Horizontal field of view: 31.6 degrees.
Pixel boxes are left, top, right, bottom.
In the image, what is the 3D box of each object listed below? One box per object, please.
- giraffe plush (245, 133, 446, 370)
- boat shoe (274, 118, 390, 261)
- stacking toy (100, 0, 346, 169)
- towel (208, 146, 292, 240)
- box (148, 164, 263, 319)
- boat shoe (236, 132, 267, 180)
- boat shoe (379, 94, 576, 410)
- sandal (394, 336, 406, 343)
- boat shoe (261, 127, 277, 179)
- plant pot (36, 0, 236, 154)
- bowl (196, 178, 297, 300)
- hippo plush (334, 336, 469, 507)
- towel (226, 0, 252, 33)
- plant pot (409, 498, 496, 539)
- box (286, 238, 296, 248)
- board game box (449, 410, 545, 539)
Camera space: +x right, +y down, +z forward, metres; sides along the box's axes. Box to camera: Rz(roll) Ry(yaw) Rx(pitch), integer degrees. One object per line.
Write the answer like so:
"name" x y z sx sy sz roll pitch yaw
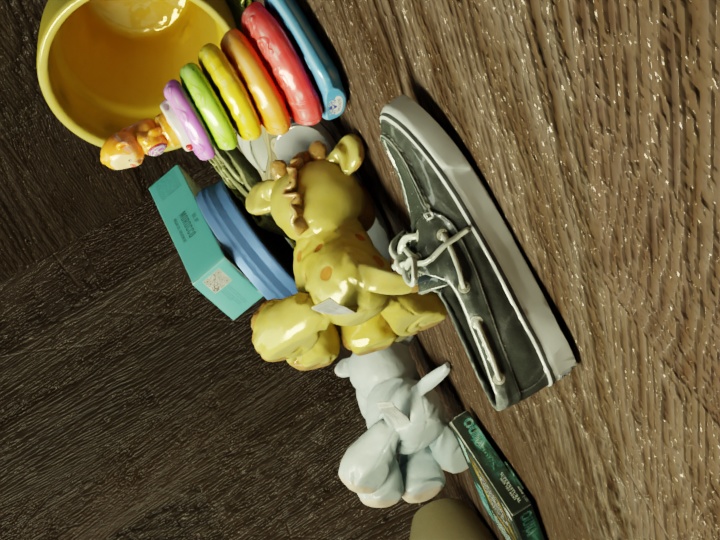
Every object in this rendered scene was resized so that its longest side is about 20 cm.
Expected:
"giraffe plush" -0.029 -0.021 1.118 0.200 0.171 0.163 72 -179 -71
"boat shoe" -0.023 -0.077 1.214 0.070 0.071 0.201 -83 -30 -50
"stacking toy" -0.120 -0.134 1.026 0.110 0.199 0.116 59 174 8
"towel" -0.127 -0.105 1.541 0.149 0.036 0.200 54 -174 13
"box" -0.183 -0.036 1.494 0.082 0.049 0.200 46 -172 -42
"boat shoe" -0.083 -0.122 1.450 0.069 0.075 0.200 56 -177 27
"boat shoe" 0.054 -0.010 0.782 0.200 0.068 0.074 61 174 -2
"sandal" 0.000 0.000 1.363 0.054 0.080 0.200 -94 -21 -49
"boat shoe" -0.059 -0.100 1.319 0.065 0.071 0.200 57 172 32
"plant pot" -0.228 -0.254 1.310 0.189 0.200 0.201 -103 -9 -47
"bowl" -0.116 -0.025 1.508 0.201 0.039 0.201 51 -174 -7
"hippo plush" 0.024 0.158 1.440 0.161 0.159 0.201 53 172 45
"towel" -0.145 -0.294 1.356 0.200 0.023 0.144 55 172 37
"plant pot" 0.142 0.444 1.883 0.188 0.186 0.201 66 -174 -45
"box" -0.041 -0.014 1.630 0.200 0.064 0.070 55 173 48
"board game box" 0.159 0.255 1.390 0.136 0.028 0.200 56 174 39
